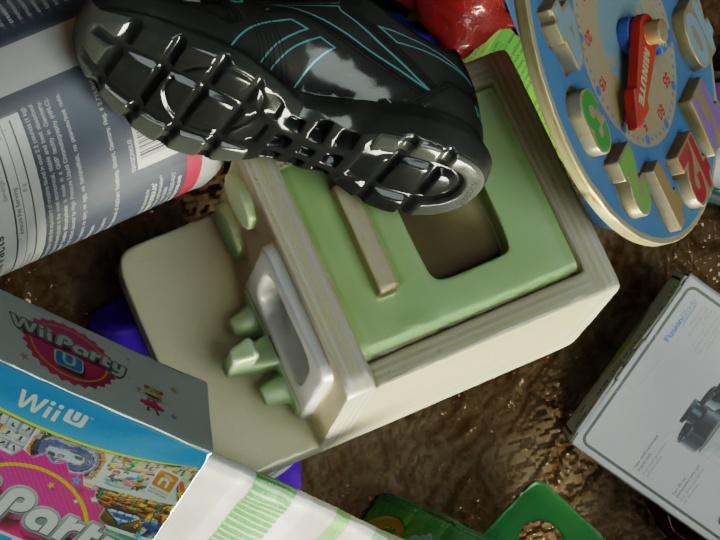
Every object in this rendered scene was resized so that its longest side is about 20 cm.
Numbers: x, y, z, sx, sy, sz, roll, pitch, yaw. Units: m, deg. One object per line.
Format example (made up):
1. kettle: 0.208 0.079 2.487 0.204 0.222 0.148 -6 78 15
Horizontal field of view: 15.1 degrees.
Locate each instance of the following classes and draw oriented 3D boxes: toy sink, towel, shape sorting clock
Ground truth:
1. toy sink: 0.000 0.000 1.286 0.199 0.112 0.131 -21 78 -14
2. towel: -0.087 0.138 1.318 0.200 0.153 0.023 26 46 -12
3. shape sorting clock: 0.125 -0.110 1.277 0.200 0.039 0.201 26 60 -57

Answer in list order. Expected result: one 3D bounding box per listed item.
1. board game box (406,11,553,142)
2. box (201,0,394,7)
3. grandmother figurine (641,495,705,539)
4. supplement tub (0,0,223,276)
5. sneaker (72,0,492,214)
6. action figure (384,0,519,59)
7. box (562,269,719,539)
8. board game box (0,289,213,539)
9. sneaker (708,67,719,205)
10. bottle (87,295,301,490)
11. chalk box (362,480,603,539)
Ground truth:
1. board game box: 0.072 -0.105 1.393 0.101 0.048 0.200 20 113 -31
2. box: -0.018 -0.193 1.306 0.199 0.036 0.143 -24 107 16
3. grandmother figurine: 0.213 0.124 1.554 0.121 0.061 0.201 13 91 -15
4. supplement tub: -0.173 -0.070 1.250 0.200 0.140 0.141 -25 111 -23
5. sneaker: -0.035 -0.088 1.214 0.199 0.075 0.079 20 54 -21
6. action figure: -0.002 -0.148 1.276 0.199 0.052 0.066 22 116 4
7. box: 0.225 0.102 1.496 0.200 0.060 0.117 34 93 -2
8. board game box: -0.178 0.110 1.216 0.147 0.064 0.200 25 114 -18
9. sneaker: 0.206 -0.106 1.502 0.200 0.078 0.140 26 84 -38
10. bottle: -0.073 0.102 1.383 0.083 0.065 0.201 -26 112 -20
11. chalk box: 0.049 0.205 1.440 0.125 0.124 0.200 41 78 -28
